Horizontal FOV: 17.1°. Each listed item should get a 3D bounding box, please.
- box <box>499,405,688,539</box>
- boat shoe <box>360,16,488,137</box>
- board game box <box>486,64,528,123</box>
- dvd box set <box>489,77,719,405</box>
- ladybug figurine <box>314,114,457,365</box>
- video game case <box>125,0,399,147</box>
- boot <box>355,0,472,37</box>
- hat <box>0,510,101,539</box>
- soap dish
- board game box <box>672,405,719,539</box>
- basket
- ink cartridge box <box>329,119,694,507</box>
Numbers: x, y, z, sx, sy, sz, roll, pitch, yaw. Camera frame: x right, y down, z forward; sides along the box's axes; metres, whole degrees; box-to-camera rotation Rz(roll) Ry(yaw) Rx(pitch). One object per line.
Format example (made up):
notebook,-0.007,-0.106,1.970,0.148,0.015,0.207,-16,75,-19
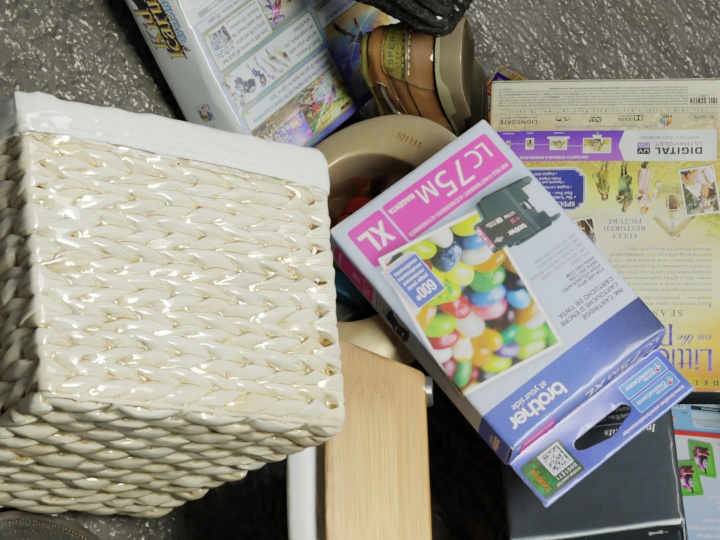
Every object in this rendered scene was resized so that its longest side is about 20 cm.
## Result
box,0.141,0.086,1.494,0.148,0.107,0.201,66,17,-67
boat shoe,0.042,-0.105,1.526,0.200,0.068,0.072,74,20,-62
board game box,0.175,-0.060,1.592,0.151,0.200,0.046,31,94,-28
dvd box set,0.147,-0.018,1.432,0.029,0.146,0.201,67,23,-68
ladybug figurine,0.000,0.000,1.447,0.136,0.072,0.200,25,69,18
video game case,-0.058,-0.173,1.502,0.200,0.045,0.182,-43,111,-45
boot,0.020,-0.243,1.453,0.157,0.079,0.211,18,64,10
hat,-0.144,0.213,1.233,0.200,0.081,0.201,19,59,-35
soap dish,0.000,0.145,1.322,0.081,0.200,0.158,-1,66,-1
board game box,0.252,0.174,1.653,0.151,0.037,0.201,9,64,-41
basket,-0.137,0.027,1.240,0.200,0.198,0.161,8,66,-38
ink cartridge box,0.087,0.023,1.376,0.119,0.042,0.200,-36,76,-14
